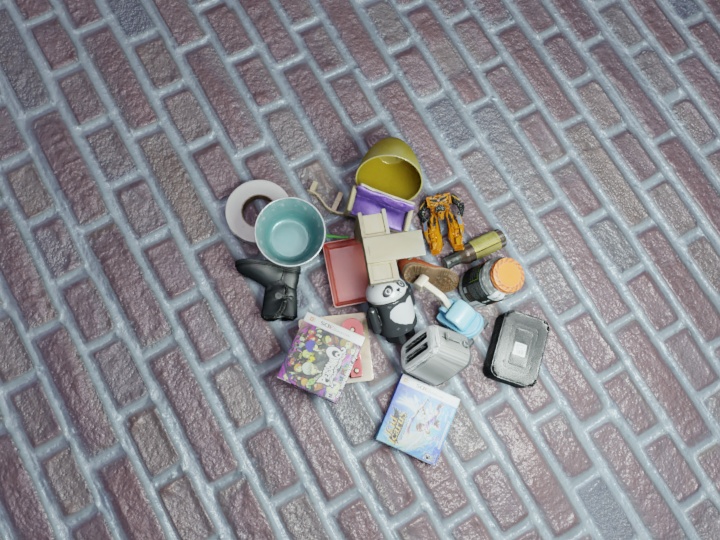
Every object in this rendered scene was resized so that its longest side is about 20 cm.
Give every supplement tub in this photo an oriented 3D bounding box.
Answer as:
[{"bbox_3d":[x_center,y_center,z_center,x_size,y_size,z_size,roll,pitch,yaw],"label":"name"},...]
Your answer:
[{"bbox_3d":[0.375,0.032,1.625,0.122,0.200,0.123,3,78,-15],"label":"supplement tub"}]

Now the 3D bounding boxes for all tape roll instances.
[{"bbox_3d":[-0.306,-0.174,1.717,0.202,0.037,0.203,1,78,-4],"label":"tape roll"}]

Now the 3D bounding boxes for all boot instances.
[{"bbox_3d":[0.200,0.003,1.691,0.200,0.107,0.075,18,107,-26],"label":"boot"},{"bbox_3d":[-0.273,0.058,1.644,0.200,0.076,0.169,8,73,-8],"label":"boot"}]

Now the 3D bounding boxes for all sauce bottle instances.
[{"bbox_3d":[0.343,-0.062,1.722,0.200,0.065,0.065,-23,79,-9],"label":"sauce bottle"}]

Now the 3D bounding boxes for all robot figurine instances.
[{"bbox_3d":[0.249,-0.150,1.720,0.145,0.058,0.201,-11,68,11],"label":"robot figurine"},{"bbox_3d":[0.090,0.110,1.611,0.124,0.150,0.200,-15,109,11],"label":"robot figurine"}]

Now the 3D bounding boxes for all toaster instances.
[{"bbox_3d":[0.201,0.237,1.578,0.129,0.200,0.114,27,41,-24],"label":"toaster"}]

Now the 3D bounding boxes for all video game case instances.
[{"bbox_3d":[0.162,0.420,1.608,0.181,0.045,0.200,24,77,3],"label":"video game case"},{"bbox_3d":[-0.107,0.239,1.563,0.181,0.036,0.200,24,76,3],"label":"video game case"}]

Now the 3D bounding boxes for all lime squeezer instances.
[{"bbox_3d":[-0.130,-0.129,1.717,0.200,0.038,0.071,36,61,17],"label":"lime squeezer"}]

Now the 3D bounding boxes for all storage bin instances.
[{"bbox_3d":[0.450,0.229,1.647,0.135,0.094,0.200,19,76,0],"label":"storage bin"}]

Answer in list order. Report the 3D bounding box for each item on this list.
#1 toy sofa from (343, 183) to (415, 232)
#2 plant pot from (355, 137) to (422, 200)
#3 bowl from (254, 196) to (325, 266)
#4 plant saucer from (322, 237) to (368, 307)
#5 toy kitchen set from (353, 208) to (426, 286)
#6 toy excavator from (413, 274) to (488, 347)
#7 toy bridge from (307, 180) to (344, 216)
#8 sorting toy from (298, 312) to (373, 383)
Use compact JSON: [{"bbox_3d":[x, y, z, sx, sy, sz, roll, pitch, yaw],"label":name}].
[{"bbox_3d":[0.057,-0.180,1.692,0.200,0.098,0.083,18,76,-14],"label":"toy sofa"},{"bbox_3d":[0.092,-0.318,1.715,0.199,0.200,0.142,9,54,-2],"label":"plant pot"},{"bbox_3d":[-0.204,-0.100,1.637,0.200,0.105,0.201,2,79,-8],"label":"bowl"},{"bbox_3d":[0.000,0.000,1.698,0.199,0.037,0.201,-10,77,-6],"label":"plant saucer"},{"bbox_3d":[0.082,-0.056,1.607,0.163,0.180,0.201,-9,78,-6],"label":"toy kitchen set"},{"bbox_3d":[0.256,0.105,1.620,0.194,0.200,0.100,33,74,36],"label":"toy excavator"},{"bbox_3d":[-0.072,-0.208,1.746,0.200,0.027,0.067,23,77,0],"label":"toy bridge"},{"bbox_3d":[-0.071,0.224,1.624,0.199,0.070,0.199,-6,77,-5],"label":"sorting toy"}]
